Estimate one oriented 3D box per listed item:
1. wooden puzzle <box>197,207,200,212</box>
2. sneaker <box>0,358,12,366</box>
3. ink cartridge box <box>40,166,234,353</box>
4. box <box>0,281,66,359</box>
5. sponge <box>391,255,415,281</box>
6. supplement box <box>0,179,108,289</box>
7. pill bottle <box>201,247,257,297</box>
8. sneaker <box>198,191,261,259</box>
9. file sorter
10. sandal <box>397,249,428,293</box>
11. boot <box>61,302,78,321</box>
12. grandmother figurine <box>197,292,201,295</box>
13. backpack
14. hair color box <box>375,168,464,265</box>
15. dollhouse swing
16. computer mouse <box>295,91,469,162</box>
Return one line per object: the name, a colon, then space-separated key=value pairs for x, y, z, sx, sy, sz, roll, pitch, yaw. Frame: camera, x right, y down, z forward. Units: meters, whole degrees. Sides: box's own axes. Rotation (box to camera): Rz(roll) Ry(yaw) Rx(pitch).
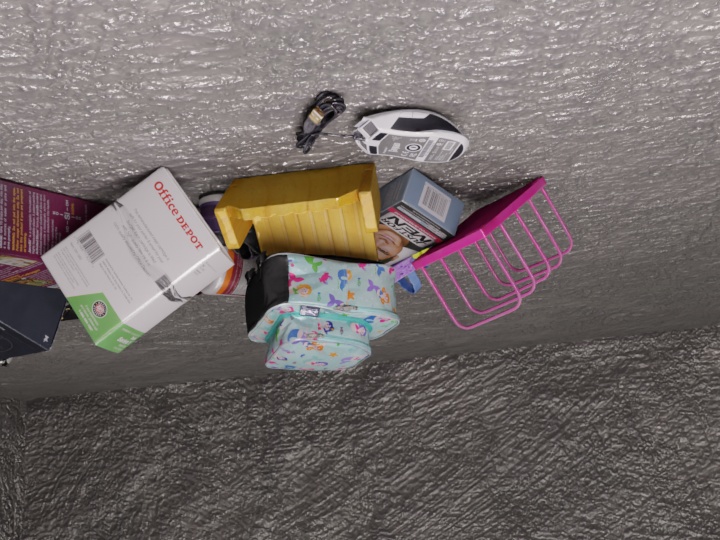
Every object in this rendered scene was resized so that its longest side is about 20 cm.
wooden puzzle: x=-0.318 y=-0.006 z=1.222 sx=0.200 sy=0.046 sz=0.185 roll=-43 pitch=-174 yaw=-28
sneaker: x=-0.901 y=0.196 z=1.994 sx=0.075 sy=0.089 sz=0.200 roll=2 pitch=164 yaw=-19
ink cartridge box: x=-0.286 y=-0.013 z=1.031 sx=0.199 sy=0.147 sz=0.084 roll=-36 pitch=165 yaw=-4
box: x=-0.622 y=0.047 z=1.272 sx=0.194 sy=0.125 sz=0.200 roll=-9 pitch=145 yaw=26
sponge: x=0.000 y=0.000 z=1.345 sx=0.111 sy=0.030 sz=0.199 roll=-33 pitch=-158 yaw=-20
supplement box: x=-0.460 y=-0.045 z=1.102 sx=0.130 sy=0.105 sz=0.199 roll=-13 pitch=165 yaw=32
pill bottle: x=-0.173 y=-0.008 z=1.339 sx=0.198 sy=0.111 sz=0.109 roll=6 pitch=163 yaw=-37
sneaker: x=-0.156 y=-0.055 z=1.194 sx=0.198 sy=0.089 sz=0.075 roll=7 pitch=162 yaw=-40
file sorter: x=0.203 y=-0.023 z=1.156 sx=0.138 sy=0.126 sz=0.200 roll=-27 pitch=-173 yaw=46
sandal: x=0.043 y=0.000 z=1.494 sx=0.197 sy=0.088 sz=0.080 roll=-1 pitch=168 yaw=-9
boot: x=-0.593 y=0.078 z=1.648 sx=0.149 sy=0.074 sz=0.200 roll=2 pitch=160 yaw=-25
grandmother figurine: x=-0.323 y=0.026 z=1.546 sx=0.120 sy=0.061 sz=0.199 roll=15 pitch=155 yaw=-33
backpack: x=-0.046 y=0.055 z=1.073 sx=0.198 sy=0.152 sz=0.178 roll=-2 pitch=161 yaw=-22
hair color box: x=0.053 y=-0.072 z=1.182 sx=0.098 sy=0.061 sz=0.199 roll=31 pitch=153 yaw=-21
dollhouse swing: x=-0.069 y=-0.037 z=1.062 sx=0.197 sy=0.178 sz=0.182 roll=-5 pitch=-157 yaw=5
computer mouse: x=0.028 y=-0.163 z=0.912 sx=0.197 sy=0.044 sz=0.110 roll=5 pitch=160 yaw=-14
